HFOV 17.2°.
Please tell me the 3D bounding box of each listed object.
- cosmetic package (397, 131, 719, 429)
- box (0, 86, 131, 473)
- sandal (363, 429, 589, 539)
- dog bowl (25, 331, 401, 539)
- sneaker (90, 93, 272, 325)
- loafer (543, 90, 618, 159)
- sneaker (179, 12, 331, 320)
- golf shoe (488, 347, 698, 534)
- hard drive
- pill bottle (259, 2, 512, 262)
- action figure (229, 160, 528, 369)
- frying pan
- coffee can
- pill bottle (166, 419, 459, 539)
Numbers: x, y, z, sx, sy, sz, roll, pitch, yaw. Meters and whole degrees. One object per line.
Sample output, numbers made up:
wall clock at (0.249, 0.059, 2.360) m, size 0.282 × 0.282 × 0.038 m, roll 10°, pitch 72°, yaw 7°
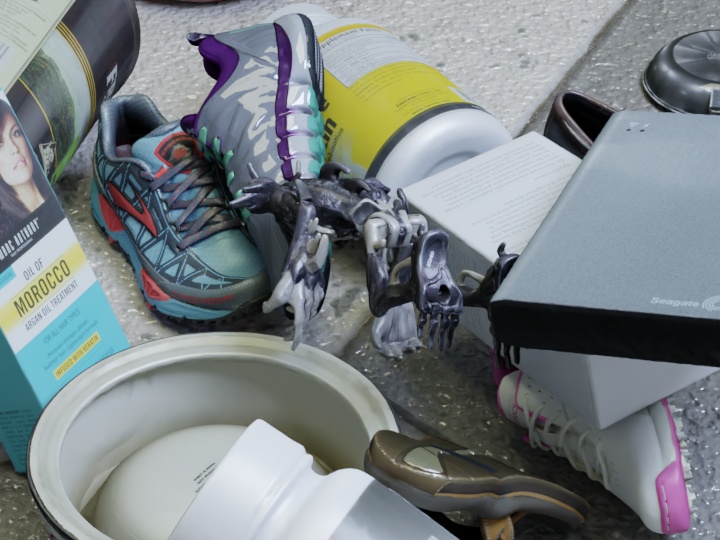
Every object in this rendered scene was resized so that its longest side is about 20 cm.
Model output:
cosmetic package at (0.114, 0.001, 1.336) m, size 0.101 × 0.072 × 0.200 m, roll -24°, pitch 32°, yaw -19°
box at (-0.194, 0.007, 1.323) m, size 0.049 × 0.201 × 0.082 m, roll -8°, pitch 26°, yaw 38°
sandal at (0.055, 0.122, 1.226) m, size 0.081 × 0.055 × 0.200 m, roll 22°, pitch 2°, yaw 23°
dog bowl at (-0.077, 0.121, 1.273) m, size 0.198 × 0.074 × 0.201 m, roll 0°, pitch 36°, yaw 0°
sneaker at (-0.117, -0.042, 1.476) m, size 0.079 × 0.096 × 0.200 m, roll -22°, pitch 41°, yaw -26°
loafer at (0.196, -0.055, 1.519) m, size 0.199 × 0.063 × 0.072 m, roll 26°, pitch 44°, yaw 32°
sneaker at (-0.064, -0.059, 1.440) m, size 0.087 × 0.075 × 0.201 m, roll -5°, pitch 62°, yaw 6°
golf shoe at (0.128, 0.088, 1.329) m, size 0.091 × 0.076 × 0.200 m, roll -14°, pitch 29°, yaw -4°
hard drive at (0.167, -0.019, 1.249) m, size 0.139 × 0.033 × 0.200 m, roll 5°, pitch 34°, yaw 25°
pill bottle at (0.005, -0.093, 1.532) m, size 0.111 × 0.113 × 0.200 m, roll -20°, pitch 40°, yaw -25°
action figure at (0.000, 0.000, 1.311) m, size 0.118 × 0.103 × 0.200 m, roll 5°, pitch 14°, yaw -38°
frying pan at (0.235, -0.120, 1.642) m, size 0.114 × 0.031 × 0.190 m, roll 19°, pitch 38°, yaw 27°
coffee can at (-0.243, -0.116, 1.536) m, size 0.145 × 0.147 × 0.200 m, roll 9°, pitch 37°, yaw 13°
pill bottle at (0.005, 0.166, 1.119) m, size 0.199 × 0.114 × 0.114 m, roll 35°, pitch 43°, yaw 4°
